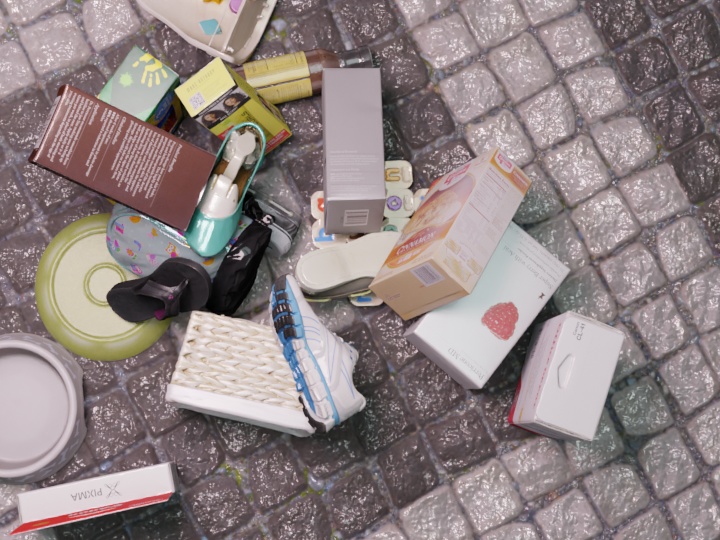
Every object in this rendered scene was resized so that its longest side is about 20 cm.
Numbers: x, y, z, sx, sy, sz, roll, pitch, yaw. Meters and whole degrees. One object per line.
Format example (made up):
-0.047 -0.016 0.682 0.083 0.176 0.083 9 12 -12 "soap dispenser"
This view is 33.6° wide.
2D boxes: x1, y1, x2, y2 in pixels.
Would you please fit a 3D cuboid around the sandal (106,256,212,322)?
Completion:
-0.259 0.038 1.520 0.076 0.199 0.048 49 47 -20 "sandal"

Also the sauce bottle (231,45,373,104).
-0.081 -0.270 1.655 0.197 0.065 0.066 -12 85 -7 "sauce bottle"

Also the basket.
-0.146 0.136 1.571 0.197 0.136 0.125 14 79 -4 "basket"

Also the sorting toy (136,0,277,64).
-0.210 -0.395 1.646 0.178 0.107 0.202 23 83 6 "sorting toy"

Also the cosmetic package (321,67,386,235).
-0.011 -0.161 1.603 0.089 0.107 0.203 -3 65 -4 "cosmetic package"

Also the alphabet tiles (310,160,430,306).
0.029 -0.052 1.664 0.192 0.015 0.203 -2 84 -5 "alphabet tiles"

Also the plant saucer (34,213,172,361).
-0.344 0.020 1.618 0.197 0.031 0.203 1 83 -4 "plant saucer"

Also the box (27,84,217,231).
-0.283 -0.133 1.422 0.198 0.075 0.101 26 85 -21 "box"

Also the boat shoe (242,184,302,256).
-0.171 -0.097 1.633 0.199 0.072 0.071 34 64 -3 "boat shoe"

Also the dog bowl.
-0.458 0.182 1.577 0.197 0.059 0.203 0 84 -4 "dog bowl"

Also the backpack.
-0.228 -0.041 1.556 0.198 0.168 0.127 31 39 3 "backpack"

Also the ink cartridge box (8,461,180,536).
-0.335 0.285 1.516 0.197 0.176 0.045 -11 84 -6 "ink cartridge box"

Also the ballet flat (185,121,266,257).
-0.169 -0.111 1.493 0.067 0.071 0.202 20 55 0 "ballet flat"

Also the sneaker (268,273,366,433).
-0.051 0.097 1.497 0.086 0.075 0.203 -17 84 -27 "sneaker"

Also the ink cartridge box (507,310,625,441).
0.265 0.143 1.567 0.085 0.200 0.150 19 83 -2 "ink cartridge box"

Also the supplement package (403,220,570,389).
0.168 0.046 1.611 0.121 0.120 0.201 38 82 0 "supplement package"

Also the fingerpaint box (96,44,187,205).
-0.303 -0.181 1.558 0.073 0.200 0.168 34 82 -1 "fingerpaint box"

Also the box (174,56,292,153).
-0.162 -0.207 1.566 0.075 0.200 0.050 -35 71 7 "box"

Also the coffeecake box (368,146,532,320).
0.118 -0.047 1.560 0.073 0.153 0.201 41 58 -15 "coffeecake box"

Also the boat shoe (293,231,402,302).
-0.001 -0.003 1.615 0.199 0.060 0.073 -11 70 -24 "boat shoe"
